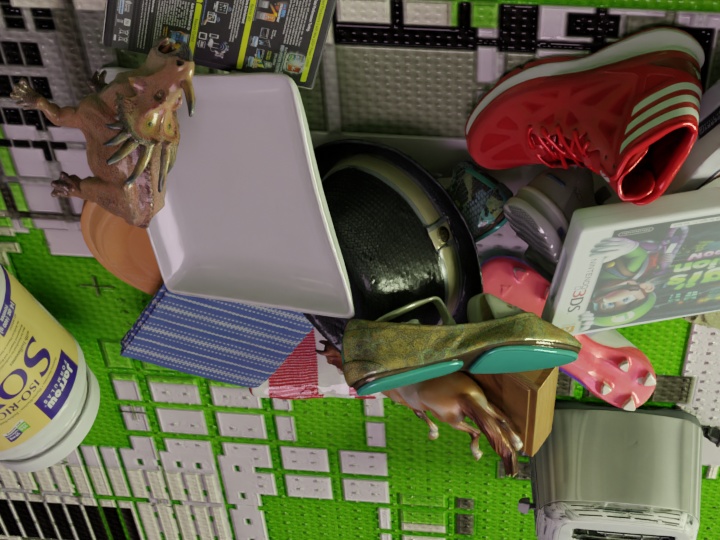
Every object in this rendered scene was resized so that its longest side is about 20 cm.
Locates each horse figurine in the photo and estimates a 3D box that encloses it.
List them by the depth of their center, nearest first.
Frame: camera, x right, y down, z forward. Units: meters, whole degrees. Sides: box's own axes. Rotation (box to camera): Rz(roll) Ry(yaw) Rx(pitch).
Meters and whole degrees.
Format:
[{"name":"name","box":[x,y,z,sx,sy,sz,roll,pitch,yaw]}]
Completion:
[{"name":"horse figurine","box":[0.066,0.116,1.554,0.200,0.050,0.133,21,157,44]}]

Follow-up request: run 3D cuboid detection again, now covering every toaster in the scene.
[{"name":"toaster","box":[0.252,0.207,1.668,0.199,0.130,0.114,5,146,3]}]

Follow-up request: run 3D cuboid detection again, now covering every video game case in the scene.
[{"name":"video game case","box":[0.246,-0.009,1.327,0.199,0.023,0.182,-9,153,-8]}]

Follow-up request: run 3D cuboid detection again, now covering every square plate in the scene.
[{"name":"square plate","box":[-0.098,-0.064,1.329,0.198,0.028,0.201,7,123,38]}]

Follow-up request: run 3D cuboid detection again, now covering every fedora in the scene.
[{"name":"fedora","box":[0.000,0.000,1.379,0.200,0.092,0.201,20,129,27]}]

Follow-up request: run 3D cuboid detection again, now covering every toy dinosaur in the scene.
[{"name":"toy dinosaur","box":[-0.169,-0.082,1.271,0.135,0.086,0.200,31,148,31]}]

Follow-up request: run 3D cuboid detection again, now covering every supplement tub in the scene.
[{"name":"supplement tub","box":[-0.341,0.083,1.582,0.145,0.146,0.200,-10,142,23]}]

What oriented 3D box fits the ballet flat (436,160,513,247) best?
[{"name":"ballet flat","box":[0.049,-0.030,1.434,0.074,0.074,0.200,25,140,-24]}]

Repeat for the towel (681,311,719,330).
[{"name":"towel","box":[0.383,0.018,1.456,0.199,0.037,0.149,13,144,-6]}]

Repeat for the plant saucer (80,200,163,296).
[{"name":"plant saucer","box":[-0.142,-0.025,1.491,0.199,0.032,0.201,5,146,4]}]

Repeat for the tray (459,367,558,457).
[{"name":"tray","box":[0.123,0.100,1.542,0.098,0.037,0.200,33,163,16]}]

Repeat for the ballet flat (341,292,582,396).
[{"name":"ballet flat","box":[0.078,0.050,1.335,0.199,0.071,0.071,-7,150,-22]}]

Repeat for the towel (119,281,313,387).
[{"name":"towel","box":[-0.120,0.042,1.544,0.144,0.024,0.200,17,146,-18]}]

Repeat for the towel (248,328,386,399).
[{"name":"towel","box":[-0.012,0.078,1.613,0.199,0.023,0.144,1,145,3]}]

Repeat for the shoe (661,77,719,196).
[{"name":"shoe","box":[0.282,-0.098,1.276,0.091,0.072,0.200,4,159,-22]}]

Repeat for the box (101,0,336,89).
[{"name":"box","box":[-0.090,-0.218,1.197,0.160,0.044,0.200,10,146,-6]}]

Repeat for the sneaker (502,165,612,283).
[{"name":"sneaker","box":[0.177,-0.028,1.393,0.075,0.082,0.200,42,175,23]}]

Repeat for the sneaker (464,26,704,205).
[{"name":"sneaker","box":[0.157,-0.095,1.264,0.200,0.116,0.078,-25,133,36]}]

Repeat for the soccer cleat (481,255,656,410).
[{"name":"soccer cleat","box":[0.176,0.052,1.523,0.200,0.076,0.067,35,100,-15]}]
